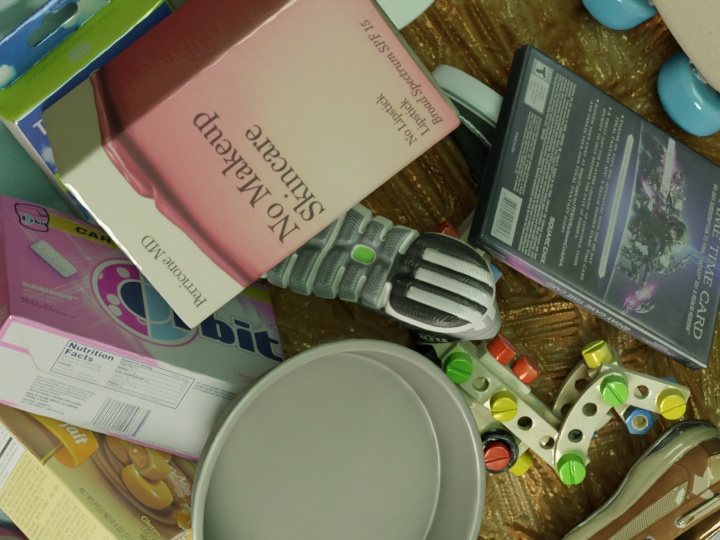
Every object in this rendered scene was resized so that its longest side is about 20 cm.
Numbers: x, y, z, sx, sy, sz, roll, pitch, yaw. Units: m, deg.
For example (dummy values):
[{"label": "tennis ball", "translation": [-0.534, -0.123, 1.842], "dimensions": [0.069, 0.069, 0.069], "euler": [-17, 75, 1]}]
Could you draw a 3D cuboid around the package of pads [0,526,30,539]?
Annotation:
[{"label": "package of pads", "translation": [-0.220, 0.254, 1.299], "dimensions": [0.120, 0.076, 0.201], "euler": [16, 105, -8]}]

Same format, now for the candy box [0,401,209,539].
[{"label": "candy box", "translation": [-0.177, 0.102, 1.287], "dimensions": [0.200, 0.115, 0.055], "euler": [43, 122, 15]}]

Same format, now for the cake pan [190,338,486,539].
[{"label": "cake pan", "translation": [-0.017, 0.136, 1.269], "dimensions": [0.200, 0.037, 0.201], "euler": [-6, 102, -30]}]

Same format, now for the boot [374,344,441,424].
[{"label": "boot", "translation": [-0.001, 0.159, 1.362], "dimensions": [0.200, 0.076, 0.168], "euler": [-30, 94, 13]}]

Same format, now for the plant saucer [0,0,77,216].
[{"label": "plant saucer", "translation": [-0.199, -0.091, 1.332], "dimensions": [0.200, 0.039, 0.202], "euler": [-16, 120, -29]}]

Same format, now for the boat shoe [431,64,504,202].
[{"label": "boat shoe", "translation": [0.111, -0.053, 1.416], "dimensions": [0.200, 0.069, 0.057], "euler": [43, 80, -11]}]

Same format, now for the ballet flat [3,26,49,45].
[{"label": "ballet flat", "translation": [-0.286, -0.119, 1.334], "dimensions": [0.200, 0.069, 0.070], "euler": [-33, 96, -16]}]

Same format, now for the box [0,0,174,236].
[{"label": "box", "translation": [-0.139, -0.084, 1.321], "dimensions": [0.122, 0.048, 0.200], "euler": [-42, 130, -11]}]

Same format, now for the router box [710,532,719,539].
[{"label": "router box", "translation": [0.324, 0.186, 1.469], "dimensions": [0.179, 0.049, 0.200], "euler": [44, 80, -9]}]

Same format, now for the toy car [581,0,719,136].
[{"label": "toy car", "translation": [0.284, -0.221, 1.431], "dimensions": [0.177, 0.184, 0.200], "euler": [51, 51, -7]}]

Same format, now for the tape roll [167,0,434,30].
[{"label": "tape roll", "translation": [-0.042, -0.229, 1.347], "dimensions": [0.202, 0.139, 0.204], "euler": [0, 88, -13]}]

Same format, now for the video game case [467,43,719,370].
[{"label": "video game case", "translation": [0.164, -0.039, 1.392], "dimensions": [0.200, 0.019, 0.143], "euler": [29, 63, -28]}]

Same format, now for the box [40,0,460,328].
[{"label": "box", "translation": [-0.065, -0.087, 1.228], "dimensions": [0.200, 0.109, 0.128], "euler": [-38, 117, 4]}]

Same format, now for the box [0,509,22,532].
[{"label": "box", "translation": [-0.236, 0.149, 1.346], "dimensions": [0.200, 0.040, 0.137], "euler": [25, 85, -12]}]

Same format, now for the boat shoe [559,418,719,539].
[{"label": "boat shoe", "translation": [0.178, 0.190, 1.393], "dimensions": [0.074, 0.076, 0.200], "euler": [45, 104, 29]}]

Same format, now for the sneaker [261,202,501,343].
[{"label": "sneaker", "translation": [0.000, 0.000, 1.332], "dimensions": [0.200, 0.116, 0.075], "euler": [27, 82, 22]}]

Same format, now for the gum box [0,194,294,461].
[{"label": "gum box", "translation": [-0.147, 0.038, 1.284], "dimensions": [0.200, 0.114, 0.066], "euler": [20, 123, -27]}]

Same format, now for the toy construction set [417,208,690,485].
[{"label": "toy construction set", "translation": [0.105, 0.059, 1.399], "dimensions": [0.200, 0.092, 0.131], "euler": [45, 105, -1]}]
